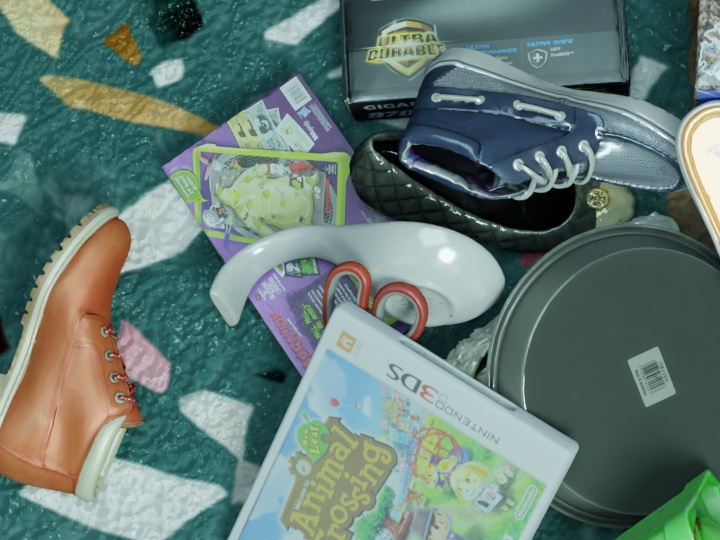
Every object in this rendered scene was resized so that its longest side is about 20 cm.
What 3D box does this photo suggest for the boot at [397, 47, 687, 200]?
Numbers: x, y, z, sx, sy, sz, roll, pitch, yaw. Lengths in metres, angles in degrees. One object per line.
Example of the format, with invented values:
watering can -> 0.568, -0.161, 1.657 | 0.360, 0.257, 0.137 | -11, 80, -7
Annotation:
boot -> 0.126, -0.074, 1.648 | 0.199, 0.073, 0.091 | 17, 51, 8

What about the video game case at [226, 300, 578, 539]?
video game case -> 0.023, 0.149, 1.623 | 0.181, 0.022, 0.201 | 31, 115, 14

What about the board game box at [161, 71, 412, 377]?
board game box -> -0.036, -0.024, 1.722 | 0.120, 0.032, 0.201 | -33, 74, -4

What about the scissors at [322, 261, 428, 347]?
scissors -> 0.008, 0.089, 1.645 | 0.073, 0.014, 0.201 | 9, 116, 17

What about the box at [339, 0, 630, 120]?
box -> 0.086, -0.192, 1.737 | 0.198, 0.046, 0.160 | -3, 76, 7

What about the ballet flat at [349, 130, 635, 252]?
ballet flat -> 0.090, -0.053, 1.687 | 0.199, 0.057, 0.067 | 7, 70, -5

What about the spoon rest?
spoon rest -> 0.000, 0.000, 1.658 | 0.199, 0.100, 0.061 | -2, 55, 20

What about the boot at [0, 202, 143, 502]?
boot -> -0.185, 0.058, 1.704 | 0.107, 0.075, 0.201 | 22, 89, 9

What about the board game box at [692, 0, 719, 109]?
board game box -> 0.273, -0.189, 1.653 | 0.096, 0.159, 0.201 | 3, 77, 7

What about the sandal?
sandal -> 0.261, -0.009, 1.575 | 0.079, 0.059, 0.207 | -31, 101, 14

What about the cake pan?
cake pan -> 0.181, 0.070, 1.621 | 0.199, 0.037, 0.202 | -1, 92, -14

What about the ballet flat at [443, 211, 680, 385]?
ballet flat -> 0.141, 0.036, 1.663 | 0.200, 0.072, 0.072 | -37, 75, -2

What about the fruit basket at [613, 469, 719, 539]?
fruit basket -> 0.256, 0.224, 1.533 | 0.214, 0.155, 0.217 | 3, 99, 15
